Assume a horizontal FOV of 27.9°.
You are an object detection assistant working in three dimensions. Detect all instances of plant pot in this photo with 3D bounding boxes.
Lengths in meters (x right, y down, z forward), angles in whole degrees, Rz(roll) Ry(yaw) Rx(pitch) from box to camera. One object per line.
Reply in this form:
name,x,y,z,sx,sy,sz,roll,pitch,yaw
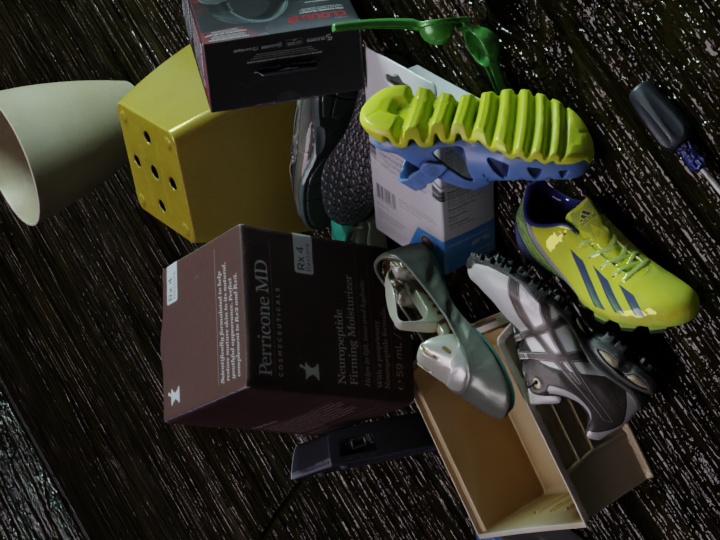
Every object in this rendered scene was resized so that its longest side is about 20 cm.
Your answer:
plant pot,-0.154,-0.139,1.617,0.200,0.176,0.200,31,138,47
plant pot,-0.395,-0.185,1.985,0.187,0.200,0.188,42,146,37

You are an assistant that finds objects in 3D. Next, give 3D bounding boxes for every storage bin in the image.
storage bin,0.153,0.142,1.388,0.199,0.094,0.200,64,154,2

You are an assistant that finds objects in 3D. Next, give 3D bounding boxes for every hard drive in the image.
hard drive,0.035,0.180,1.528,0.135,0.200,0.042,147,112,-63

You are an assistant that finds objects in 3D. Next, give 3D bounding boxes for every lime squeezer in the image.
lime squeezer,0.074,-0.189,1.255,0.200,0.071,0.038,28,-172,-14

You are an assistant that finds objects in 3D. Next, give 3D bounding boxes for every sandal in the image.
sandal,0.101,-0.105,1.235,0.200,0.080,0.087,10,139,20
sandal,0.017,-0.126,1.459,0.075,0.048,0.201,46,131,27

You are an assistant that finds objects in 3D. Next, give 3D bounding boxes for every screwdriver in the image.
screwdriver,0.266,-0.065,1.081,0.200,0.028,0.029,56,180,24

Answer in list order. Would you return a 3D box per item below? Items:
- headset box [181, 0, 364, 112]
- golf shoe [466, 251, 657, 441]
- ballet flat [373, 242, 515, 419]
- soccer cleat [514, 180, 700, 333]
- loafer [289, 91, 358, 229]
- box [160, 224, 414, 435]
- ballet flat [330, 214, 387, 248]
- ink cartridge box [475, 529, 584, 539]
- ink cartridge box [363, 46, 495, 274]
headset box,-0.086,-0.229,1.378,0.200,0.148,0.077,-111,14,-53
golf shoe,0.157,0.065,1.252,0.200,0.095,0.078,40,-171,15
ballet flat,0.068,0.059,1.315,0.200,0.064,0.067,61,149,33
soccer cleat,0.200,-0.014,1.207,0.200,0.065,0.084,35,138,46
loafer,-0.041,-0.141,1.536,0.063,0.072,0.200,45,138,41
box,-0.075,0.066,1.455,0.164,0.200,0.166,-25,63,50
ballet flat,0.000,0.000,1.571,0.070,0.067,0.200,47,148,45
ink cartridge box,0.187,0.352,1.531,0.116,0.067,0.200,34,140,47
ink cartridge box,0.066,-0.113,1.360,0.116,0.068,0.200,36,142,44
